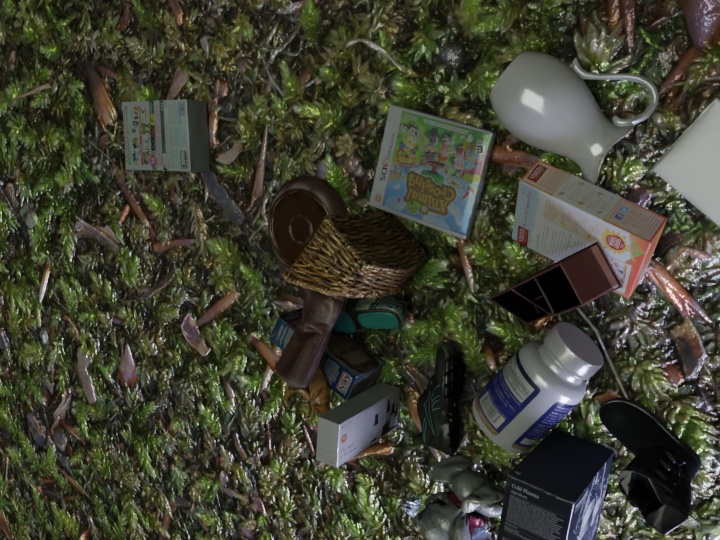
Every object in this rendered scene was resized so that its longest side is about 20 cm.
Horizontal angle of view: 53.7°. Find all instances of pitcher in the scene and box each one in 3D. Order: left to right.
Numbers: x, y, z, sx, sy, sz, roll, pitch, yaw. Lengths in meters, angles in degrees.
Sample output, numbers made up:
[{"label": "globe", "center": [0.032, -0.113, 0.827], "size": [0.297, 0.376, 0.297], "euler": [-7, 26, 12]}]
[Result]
[{"label": "pitcher", "center": [0.304, -0.241, 1.021], "size": [0.200, 0.121, 0.172], "euler": [41, 104, 8]}]

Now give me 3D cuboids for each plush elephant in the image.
[{"label": "plush elephant", "center": [0.176, 0.410, 1.221], "size": [0.155, 0.165, 0.200], "euler": [-36, 115, -2]}]

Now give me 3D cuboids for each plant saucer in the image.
[{"label": "plant saucer", "center": [-0.109, -0.081, 1.371], "size": [0.200, 0.032, 0.201], "euler": [8, 105, 33]}]

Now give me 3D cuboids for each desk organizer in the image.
[{"label": "desk organizer", "center": [0.280, 0.032, 1.051], "size": [0.072, 0.077, 0.200], "euler": [64, 155, 7]}]

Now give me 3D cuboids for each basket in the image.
[{"label": "basket", "center": [0.000, 0.000, 1.209], "size": [0.143, 0.200, 0.149], "euler": [49, 120, 21]}]

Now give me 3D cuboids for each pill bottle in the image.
[{"label": "pill bottle", "center": [0.278, 0.180, 1.111], "size": [0.120, 0.120, 0.200], "euler": [46, 120, 17]}]

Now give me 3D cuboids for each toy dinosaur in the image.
[{"label": "toy dinosaur", "center": [-0.084, 0.204, 1.286], "size": [0.106, 0.060, 0.201], "euler": [-9, 91, 3]}]

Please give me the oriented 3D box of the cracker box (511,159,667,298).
[{"label": "cracker box", "center": [0.323, -0.061, 1.031], "size": [0.200, 0.058, 0.134], "euler": [31, 153, 24]}]

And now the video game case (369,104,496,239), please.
[{"label": "video game case", "center": [0.117, -0.169, 1.207], "size": [0.200, 0.022, 0.183], "euler": [23, 111, 28]}]

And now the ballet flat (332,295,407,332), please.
[{"label": "ballet flat", "center": [-0.001, 0.075, 1.310], "size": [0.199, 0.074, 0.075], "euler": [1, 100, 29]}]

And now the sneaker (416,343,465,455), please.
[{"label": "sneaker", "center": [0.134, 0.224, 1.244], "size": [0.079, 0.075, 0.201], "euler": [9, 104, 34]}]

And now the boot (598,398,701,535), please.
[{"label": "boot", "center": [0.392, 0.266, 1.003], "size": [0.165, 0.200, 0.066], "euler": [34, 116, 23]}]

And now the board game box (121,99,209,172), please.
[{"label": "board game box", "center": [-0.415, -0.285, 1.513], "size": [0.199, 0.064, 0.148], "euler": [7, 102, 31]}]

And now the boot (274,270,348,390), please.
[{"label": "boot", "center": [-0.114, 0.106, 1.281], "size": [0.186, 0.064, 0.201], "euler": [19, 84, 55]}]

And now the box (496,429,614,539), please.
[{"label": "box", "center": [0.296, 0.373, 1.089], "size": [0.104, 0.200, 0.183], "euler": [15, 108, 32]}]

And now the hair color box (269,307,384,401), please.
[{"label": "hair color box", "center": [-0.064, 0.152, 1.345], "size": [0.200, 0.100, 0.061], "euler": [35, 116, 23]}]

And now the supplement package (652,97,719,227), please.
[{"label": "supplement package", "center": [0.498, -0.112, 0.908], "size": [0.200, 0.117, 0.117], "euler": [46, 121, 17]}]

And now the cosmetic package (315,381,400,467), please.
[{"label": "cosmetic package", "center": [0.000, 0.270, 1.265], "size": [0.050, 0.200, 0.083], "euler": [10, 106, 32]}]
